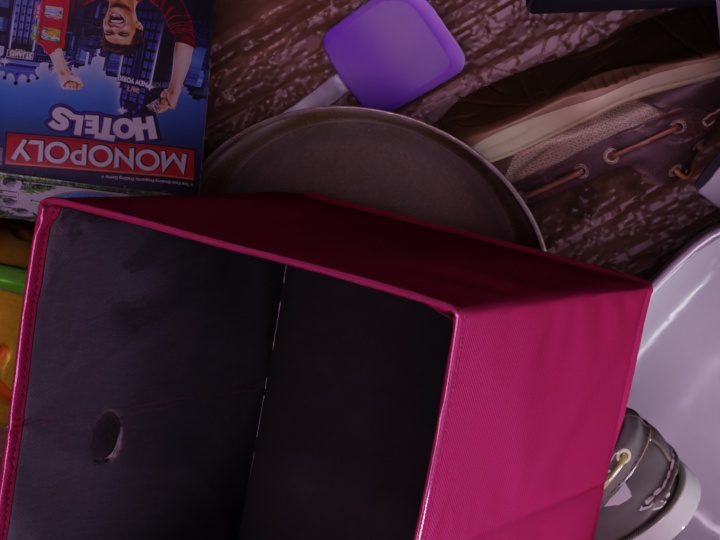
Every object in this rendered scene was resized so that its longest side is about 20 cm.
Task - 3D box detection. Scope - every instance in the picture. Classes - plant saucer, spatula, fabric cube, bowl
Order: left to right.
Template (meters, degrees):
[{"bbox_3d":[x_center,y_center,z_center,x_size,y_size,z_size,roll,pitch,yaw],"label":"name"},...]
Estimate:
[{"bbox_3d":[-0.040,-0.076,0.893,0.200,0.021,0.057,-33,102,11],"label":"spatula"},{"bbox_3d":[-0.015,0.081,0.732,0.195,0.199,0.201,14,99,27],"label":"fabric cube"},{"bbox_3d":[0.000,0.000,0.882,0.199,0.032,0.201,5,121,8],"label":"plant saucer"},{"bbox_3d":[0.202,0.084,0.891,0.200,0.075,0.200,35,106,-7],"label":"bowl"}]

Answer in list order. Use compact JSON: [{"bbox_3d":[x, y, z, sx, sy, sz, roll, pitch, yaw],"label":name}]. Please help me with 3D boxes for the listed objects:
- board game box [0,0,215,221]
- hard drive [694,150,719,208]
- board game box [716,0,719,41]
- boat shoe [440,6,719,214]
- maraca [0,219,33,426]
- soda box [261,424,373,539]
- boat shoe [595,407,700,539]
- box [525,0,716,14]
[{"bbox_3d":[-0.176,-0.077,0.823,0.199,0.062,0.201,7,64,-9],"label":"board game box"},{"bbox_3d":[0.292,-0.036,0.882,0.200,0.026,0.132,36,103,-6],"label":"hard drive"},{"bbox_3d":[0.248,-0.105,0.704,0.199,0.041,0.201,-9,96,-9],"label":"board game box"},{"bbox_3d":[0.144,-0.078,0.863,0.199,0.072,0.072,-20,116,8],"label":"boat shoe"},{"bbox_3d":[-0.181,0.028,0.880,0.199,0.137,0.107,6,68,-4],"label":"maraca"},{"bbox_3d":[-0.032,0.151,0.909,0.063,0.068,0.200,35,113,-12],"label":"soda box"},{"bbox_3d":[0.067,0.136,0.843,0.201,0.072,0.060,-33,113,15],"label":"boat shoe"},{"bbox_3d":[0.173,-0.223,0.779,0.199,0.123,0.199,-3,96,4],"label":"box"}]
